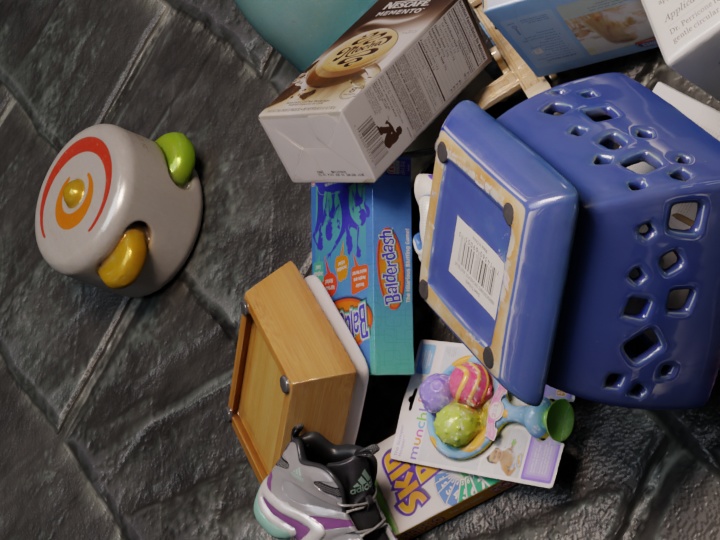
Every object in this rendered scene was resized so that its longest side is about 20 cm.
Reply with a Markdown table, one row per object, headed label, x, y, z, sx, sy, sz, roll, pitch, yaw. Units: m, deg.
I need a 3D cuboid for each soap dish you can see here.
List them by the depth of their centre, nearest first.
| label | x | y | z | sx | sy | sz | roll | pitch | yaw |
| --- | --- | --- | --- | --- | --- | --- | --- | --- | --- |
| soap dish | -0.066 | 0.118 | 1.463 | 0.158 | 0.081 | 0.201 | -122 | 32 | -41 |

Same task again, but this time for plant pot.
| label | x | y | z | sx | sy | sz | roll | pitch | yaw |
| --- | --- | --- | --- | --- | --- | --- | --- | --- | --- |
| plant pot | 0.156 | -0.019 | 1.147 | 0.200 | 0.178 | 0.202 | -130 | 41 | -52 |
| plant pot | -0.054 | -0.319 | 1.573 | 0.200 | 0.187 | 0.201 | -45 | 23 | 25 |

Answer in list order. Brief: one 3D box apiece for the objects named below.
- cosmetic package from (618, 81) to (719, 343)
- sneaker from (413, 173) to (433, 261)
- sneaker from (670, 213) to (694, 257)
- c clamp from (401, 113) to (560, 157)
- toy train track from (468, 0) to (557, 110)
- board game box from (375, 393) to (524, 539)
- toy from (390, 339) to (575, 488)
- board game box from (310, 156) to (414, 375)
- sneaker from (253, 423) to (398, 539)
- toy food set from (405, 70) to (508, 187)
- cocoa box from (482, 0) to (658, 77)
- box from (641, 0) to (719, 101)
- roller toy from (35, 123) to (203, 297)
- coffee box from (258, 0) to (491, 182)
| label | x | y | z | sx | sy | sz | roll | pitch | yaw |
| --- | --- | --- | --- | --- | --- | --- | --- | --- | --- |
| cosmetic package | 0.260 | -0.038 | 1.279 | 0.151 | 0.051 | 0.201 | 40 | 103 | 48 |
| sneaker | 0.115 | -0.065 | 1.345 | 0.146 | 0.081 | 0.201 | 29 | 125 | 13 |
| sneaker | 0.288 | 0.052 | 1.169 | 0.200 | 0.071 | 0.113 | 43 | 107 | 24 |
| c clamp | 0.111 | -0.116 | 1.383 | 0.169 | 0.200 | 0.027 | -13 | 92 | 4 |
| toy train track | 0.141 | -0.222 | 1.473 | 0.114 | 0.033 | 0.201 | -31 | 42 | 8 |
| board game box | 0.073 | 0.178 | 1.399 | 0.199 | 0.030 | 0.096 | -35 | 51 | 33 |
| toy | 0.098 | 0.118 | 1.345 | 0.199 | 0.047 | 0.116 | 4 | 74 | 45 |
| board game box | 0.000 | 0.000 | 1.463 | 0.152 | 0.045 | 0.202 | 170 | 100 | -66 |
| sneaker | 0.000 | 0.215 | 1.359 | 0.199 | 0.078 | 0.141 | 35 | 121 | 18 |
| toy food set | 0.044 | -0.144 | 1.552 | 0.200 | 0.060 | 0.144 | -51 | 56 | 19 |
| cocoa box | 0.217 | -0.273 | 1.335 | 0.198 | 0.133 | 0.132 | -12 | 64 | 26 |
| box | 0.341 | -0.223 | 1.167 | 0.198 | 0.199 | 0.132 | -34 | 53 | 31 |
| roller toy | -0.288 | -0.069 | 1.787 | 0.181 | 0.139 | 0.202 | -5 | 70 | 45 |
| coffee box | 0.016 | -0.170 | 1.413 | 0.112 | 0.080 | 0.200 | 2 | 40 | 45 |
